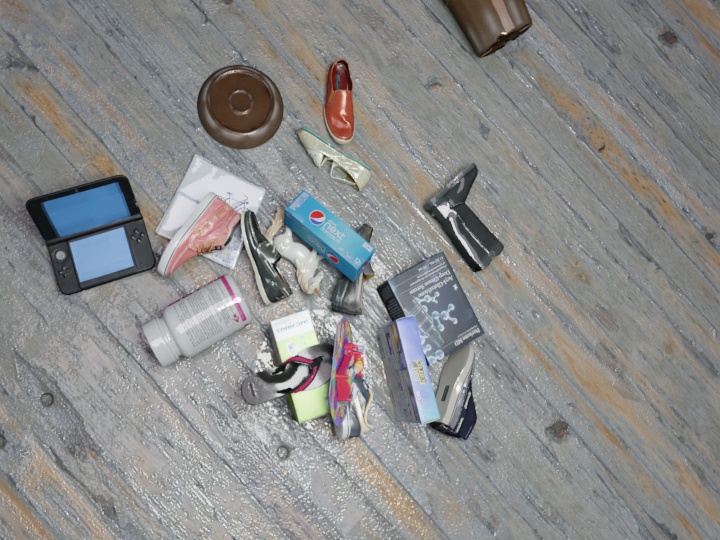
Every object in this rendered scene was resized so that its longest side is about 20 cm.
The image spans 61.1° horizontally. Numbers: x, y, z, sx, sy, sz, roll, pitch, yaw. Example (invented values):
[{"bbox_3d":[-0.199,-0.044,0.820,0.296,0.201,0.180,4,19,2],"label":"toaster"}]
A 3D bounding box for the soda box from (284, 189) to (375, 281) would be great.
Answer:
[{"bbox_3d":[-0.067,-0.072,1.270,0.199,0.068,0.064,40,67,8],"label":"soda box"}]

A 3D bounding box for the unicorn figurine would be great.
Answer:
[{"bbox_3d":[-0.124,-0.037,1.326,0.197,0.074,0.139,30,75,13],"label":"unicorn figurine"}]

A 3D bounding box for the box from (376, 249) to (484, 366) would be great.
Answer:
[{"bbox_3d":[0.149,0.087,1.331,0.146,0.107,0.204,-27,86,-16],"label":"box"}]

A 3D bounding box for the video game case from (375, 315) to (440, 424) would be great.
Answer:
[{"bbox_3d":[0.093,0.207,1.256,0.044,0.181,0.206,-12,81,-13],"label":"video game case"}]

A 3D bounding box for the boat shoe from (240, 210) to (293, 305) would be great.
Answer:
[{"bbox_3d":[-0.199,-0.033,1.289,0.066,0.072,0.205,-18,95,9],"label":"boat shoe"}]

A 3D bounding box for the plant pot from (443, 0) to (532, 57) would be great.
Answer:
[{"bbox_3d":[0.308,-0.645,1.473,0.197,0.200,0.202,-29,92,-15],"label":"plant pot"}]

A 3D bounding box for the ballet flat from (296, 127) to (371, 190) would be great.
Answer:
[{"bbox_3d":[-0.067,-0.248,1.377,0.197,0.067,0.063,30,84,-4],"label":"ballet flat"}]

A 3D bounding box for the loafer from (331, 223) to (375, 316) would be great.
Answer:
[{"bbox_3d":[0.000,0.000,1.330,0.070,0.073,0.205,16,85,12],"label":"loafer"}]

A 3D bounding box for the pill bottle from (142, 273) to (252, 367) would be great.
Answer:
[{"bbox_3d":[-0.327,0.102,1.227,0.197,0.113,0.115,-30,85,-16],"label":"pill bottle"}]

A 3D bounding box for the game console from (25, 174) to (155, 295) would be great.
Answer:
[{"bbox_3d":[-0.532,-0.069,1.217,0.195,0.118,0.175,-18,82,-14],"label":"game console"}]

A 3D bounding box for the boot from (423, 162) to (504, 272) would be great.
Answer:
[{"bbox_3d":[0.266,-0.123,1.416,0.164,0.066,0.201,-41,86,-7],"label":"boot"}]

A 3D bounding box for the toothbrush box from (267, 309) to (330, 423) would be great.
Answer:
[{"bbox_3d":[-0.120,0.195,1.234,0.084,0.146,0.205,-15,83,-13],"label":"toothbrush box"}]

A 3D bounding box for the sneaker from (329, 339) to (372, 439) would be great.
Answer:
[{"bbox_3d":[-0.023,0.245,1.280,0.077,0.078,0.206,-1,73,-23],"label":"sneaker"}]

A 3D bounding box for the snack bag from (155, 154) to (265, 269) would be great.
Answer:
[{"bbox_3d":[-0.317,-0.130,1.323,0.185,0.021,0.204,25,75,-5],"label":"snack bag"}]

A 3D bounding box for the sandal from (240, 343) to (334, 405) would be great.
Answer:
[{"bbox_3d":[-0.126,0.196,1.134,0.196,0.045,0.077,-22,83,-13],"label":"sandal"}]

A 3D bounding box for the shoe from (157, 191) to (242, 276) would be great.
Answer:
[{"bbox_3d":[-0.328,-0.058,1.261,0.090,0.072,0.203,32,74,-1],"label":"shoe"}]

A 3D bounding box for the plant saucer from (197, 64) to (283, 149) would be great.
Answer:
[{"bbox_3d":[-0.270,-0.376,1.378,0.194,0.032,0.207,2,79,-10],"label":"plant saucer"}]

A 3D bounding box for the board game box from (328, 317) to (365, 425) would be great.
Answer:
[{"bbox_3d":[-0.018,0.192,1.168,0.038,0.159,0.206,1,68,12],"label":"board game box"}]

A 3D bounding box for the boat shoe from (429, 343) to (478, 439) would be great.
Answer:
[{"bbox_3d":[0.222,0.269,1.337,0.092,0.074,0.204,35,69,-24],"label":"boat shoe"}]

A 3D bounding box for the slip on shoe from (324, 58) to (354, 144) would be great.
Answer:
[{"bbox_3d":[-0.046,-0.392,1.411,0.072,0.061,0.206,0,80,-13],"label":"slip on shoe"}]
